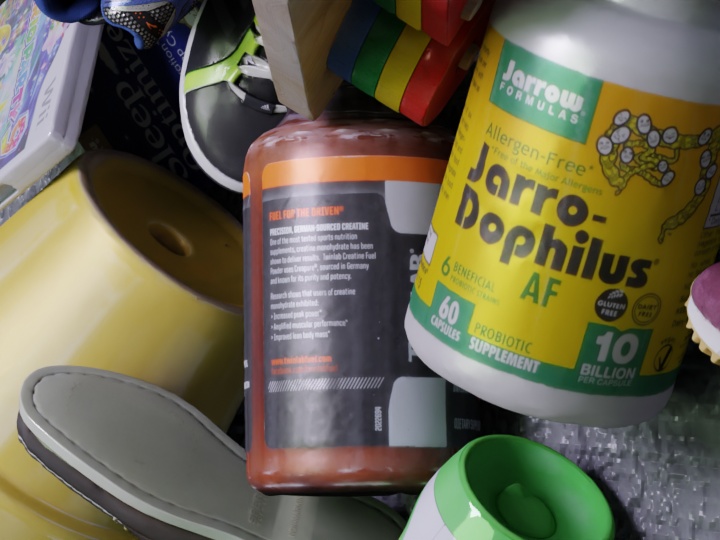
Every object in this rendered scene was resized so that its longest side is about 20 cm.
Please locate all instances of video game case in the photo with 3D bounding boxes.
[{"bbox_3d":[-0.189,-0.083,1.241,0.200,0.018,0.144,-33,40,46],"label":"video game case"}]

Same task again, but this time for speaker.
[{"bbox_3d":[0.033,0.166,1.034,0.089,0.088,0.200,57,132,39],"label":"speaker"}]

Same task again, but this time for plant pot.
[{"bbox_3d":[-0.142,0.049,1.212,0.189,0.201,0.201,-52,47,19],"label":"plant pot"}]

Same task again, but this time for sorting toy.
[{"bbox_3d":[0.044,-0.154,0.947,0.200,0.070,0.199,-58,-6,-7],"label":"sorting toy"}]

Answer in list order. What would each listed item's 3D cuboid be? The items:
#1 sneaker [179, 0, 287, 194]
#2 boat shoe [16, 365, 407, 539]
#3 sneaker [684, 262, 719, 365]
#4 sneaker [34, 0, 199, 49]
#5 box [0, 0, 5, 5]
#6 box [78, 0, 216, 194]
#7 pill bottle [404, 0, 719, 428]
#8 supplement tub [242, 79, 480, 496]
[{"bbox_3d":[-0.037,-0.132,1.120,0.083,0.072,0.200,-111,37,-82],"label":"sneaker"},{"bbox_3d":[-0.074,0.112,1.113,0.061,0.201,0.072,-58,7,41],"label":"boat shoe"},{"bbox_3d":[0.200,0.021,0.828,0.200,0.075,0.090,31,105,44],"label":"sneaker"},{"bbox_3d":[-0.140,-0.160,1.143,0.200,0.075,0.079,25,82,48],"label":"sneaker"},{"bbox_3d":[-0.180,-0.216,1.387,0.200,0.048,0.159,55,131,40],"label":"box"},{"bbox_3d":[-0.107,-0.095,1.248,0.200,0.032,0.121,-27,97,52],"label":"box"},{"bbox_3d":[0.094,-0.050,0.936,0.113,0.113,0.200,38,118,49],"label":"pill bottle"},{"bbox_3d":[0.000,0.000,1.071,0.107,0.107,0.201,-9,80,54],"label":"supplement tub"}]
